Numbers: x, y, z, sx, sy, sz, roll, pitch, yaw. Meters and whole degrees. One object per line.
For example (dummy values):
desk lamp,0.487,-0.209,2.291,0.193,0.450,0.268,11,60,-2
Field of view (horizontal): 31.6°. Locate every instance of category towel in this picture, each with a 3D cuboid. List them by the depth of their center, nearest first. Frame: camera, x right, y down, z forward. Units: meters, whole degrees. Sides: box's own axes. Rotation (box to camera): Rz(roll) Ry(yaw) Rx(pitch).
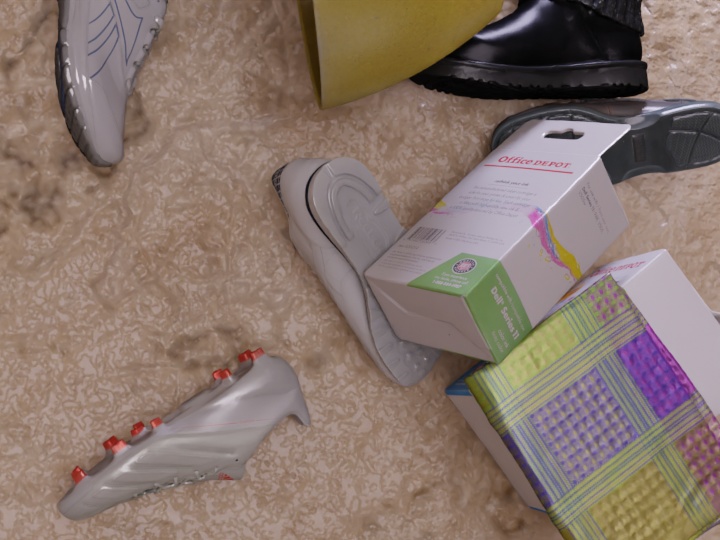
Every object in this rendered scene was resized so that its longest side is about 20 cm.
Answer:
towel,0.179,0.121,0.904,0.143,0.023,0.200,-35,93,-12

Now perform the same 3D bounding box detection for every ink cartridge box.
ink cartridge box,0.114,-0.028,0.941,0.200,0.117,0.067,-43,121,-24
ink cartridge box,0.192,0.081,0.987,0.200,0.129,0.125,-38,94,-14

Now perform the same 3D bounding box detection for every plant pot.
plant pot,0.025,-0.226,0.924,0.141,0.200,0.201,-8,87,-5

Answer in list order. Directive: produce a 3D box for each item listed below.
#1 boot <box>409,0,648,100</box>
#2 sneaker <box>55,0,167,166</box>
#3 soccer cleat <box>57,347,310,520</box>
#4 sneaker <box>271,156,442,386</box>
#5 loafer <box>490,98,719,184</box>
boot,0.135,-0.220,1.023,0.210,0.079,0.158,-2,89,-18
sneaker,-0.184,-0.177,0.945,0.087,0.074,0.201,-2,87,-18
soccer cleat,-0.127,0.135,0.942,0.200,0.069,0.078,-33,96,-16
sneaker,0.000,0.000,0.982,0.076,0.080,0.200,-38,115,-32
loafer,0.204,-0.109,1.046,0.199,0.063,0.072,-3,113,0
